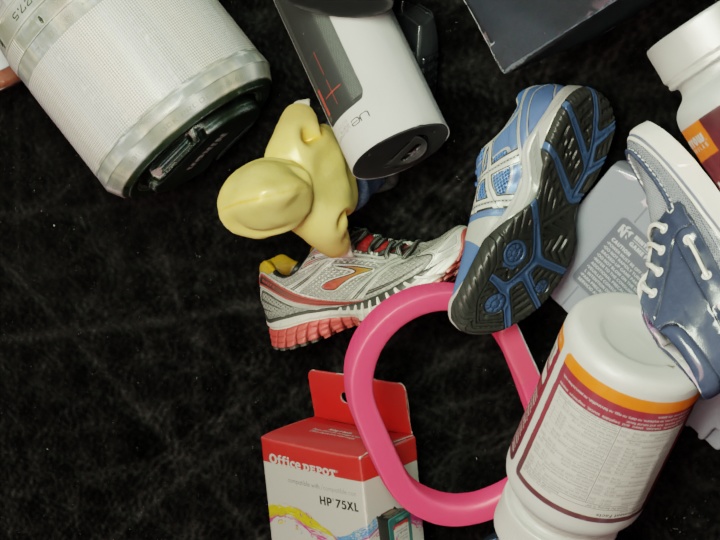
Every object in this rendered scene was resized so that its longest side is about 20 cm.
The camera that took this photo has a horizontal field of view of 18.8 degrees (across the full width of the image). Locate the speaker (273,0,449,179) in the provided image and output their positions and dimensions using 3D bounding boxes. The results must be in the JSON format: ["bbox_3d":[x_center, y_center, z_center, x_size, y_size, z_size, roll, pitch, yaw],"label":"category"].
[{"bbox_3d":[-0.007,-0.170,1.618,0.081,0.081,0.200,-34,70,30],"label":"speaker"}]

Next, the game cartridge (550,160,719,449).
[{"bbox_3d":[0.234,0.019,1.601,0.200,0.040,0.133,45,122,10],"label":"game cartridge"}]

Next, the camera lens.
[{"bbox_3d":[-0.179,-0.169,1.689,0.160,0.160,0.200,-42,82,29],"label":"camera lens"}]

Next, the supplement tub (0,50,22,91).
[{"bbox_3d":[-0.338,-0.242,1.756,0.107,0.107,0.200,-6,117,28],"label":"supplement tub"}]

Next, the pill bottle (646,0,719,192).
[{"bbox_3d":[0.290,-0.093,1.496,0.114,0.114,0.200,-34,86,29],"label":"pill bottle"}]

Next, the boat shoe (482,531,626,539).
[{"bbox_3d":[0.176,0.234,1.666,0.200,0.069,0.084,2,104,27],"label":"boat shoe"}]

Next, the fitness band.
[{"bbox_3d":[0.068,0.102,1.651,0.144,0.037,0.200,-24,114,-1],"label":"fitness band"}]

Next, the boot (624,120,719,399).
[{"bbox_3d":[0.221,-0.010,1.512,0.090,0.073,0.200,-32,62,-2],"label":"boot"}]

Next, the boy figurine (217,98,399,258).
[{"bbox_3d":[-0.036,-0.063,1.622,0.064,0.200,0.124,-14,101,29],"label":"boy figurine"}]

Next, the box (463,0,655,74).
[{"bbox_3d":[0.130,-0.260,1.487,0.123,0.200,0.199,-30,90,29],"label":"box"}]

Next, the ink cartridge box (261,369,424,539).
[{"bbox_3d":[-0.013,0.188,1.735,0.116,0.067,0.200,6,107,44],"label":"ink cartridge box"}]

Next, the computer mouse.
[{"bbox_3d":[0.041,-0.210,1.645,0.059,0.034,0.200,18,107,44],"label":"computer mouse"}]

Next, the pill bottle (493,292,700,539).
[{"bbox_3d":[0.171,0.123,1.585,0.110,0.110,0.200,32,127,16],"label":"pill bottle"}]

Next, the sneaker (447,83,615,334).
[{"bbox_3d":[0.117,-0.046,1.602,0.077,0.076,0.200,27,89,52],"label":"sneaker"}]

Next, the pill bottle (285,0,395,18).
[{"bbox_3d":[-0.006,-0.289,1.555,0.112,0.112,0.200,1,76,27],"label":"pill bottle"}]

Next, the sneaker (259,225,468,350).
[{"bbox_3d":[0.000,0.000,1.690,0.200,0.078,0.082,-19,93,29],"label":"sneaker"}]
